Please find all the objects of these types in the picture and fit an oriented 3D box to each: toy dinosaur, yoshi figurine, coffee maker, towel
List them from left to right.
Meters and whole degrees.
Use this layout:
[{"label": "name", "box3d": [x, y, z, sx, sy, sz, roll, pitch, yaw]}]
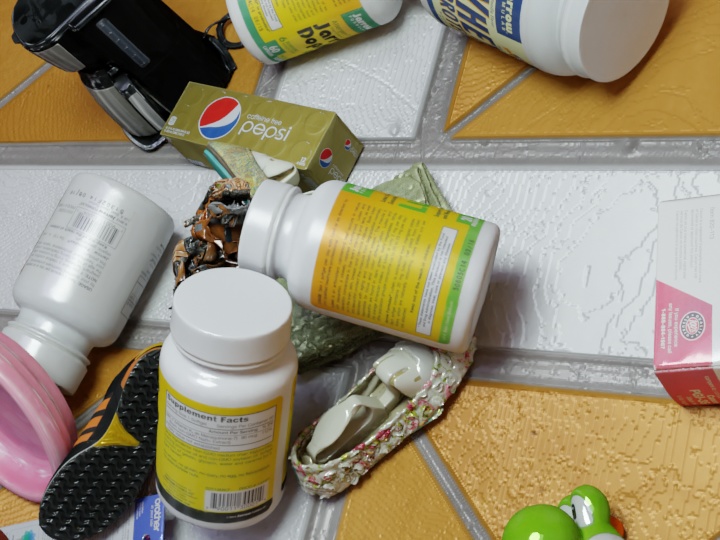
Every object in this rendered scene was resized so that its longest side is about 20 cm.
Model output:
[{"label": "coffee maker", "box3d": [-0.234, -0.256, 1.364, 0.135, 0.200, 0.192, 26, 78, 36]}, {"label": "toy dinosaur", "box3d": [-0.131, 0.003, 1.198, 0.102, 0.200, 0.136, -12, 59, -10]}, {"label": "towel", "box3d": [0.000, 0.000, 1.193, 0.200, 0.036, 0.149, -29, 54, 12]}, {"label": "yoshi figurine", "box3d": [0.150, 0.248, 0.928, 0.112, 0.112, 0.200, -24, 51, 24]}]

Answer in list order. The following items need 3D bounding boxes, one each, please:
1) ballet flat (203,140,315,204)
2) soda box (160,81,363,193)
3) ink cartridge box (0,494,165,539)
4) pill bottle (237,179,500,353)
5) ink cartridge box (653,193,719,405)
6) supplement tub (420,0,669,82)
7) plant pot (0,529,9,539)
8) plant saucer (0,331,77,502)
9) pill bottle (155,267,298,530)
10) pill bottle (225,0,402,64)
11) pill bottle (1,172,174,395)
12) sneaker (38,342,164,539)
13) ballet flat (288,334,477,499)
[{"label": "ballet flat", "box3d": [-0.073, -0.063, 1.205, 0.071, 0.071, 0.200, -40, 56, 4]}, {"label": "soda box", "box3d": [-0.100, -0.131, 1.304, 0.200, 0.064, 0.068, 17, 72, 35]}, {"label": "ink cartridge box", "box3d": [-0.251, 0.277, 1.177, 0.200, 0.042, 0.120, -17, 57, 24]}, {"label": "pill bottle", "box3d": [0.006, -0.011, 1.080, 0.199, 0.111, 0.111, 16, 70, 8]}, {"label": "ink cartridge box", "box3d": [0.326, 0.018, 0.969, 0.199, 0.083, 0.147, -6, 61, 27]}, {"label": "supplement tub", "box3d": [0.162, -0.261, 1.178, 0.200, 0.145, 0.145, 34, 83, 38]}, {"label": "plant pot", "box3d": [-0.403, 0.299, 1.125, 0.195, 0.201, 0.201, -24, 54, 30]}, {"label": "plant saucer", "box3d": [-0.337, 0.126, 1.229, 0.200, 0.201, 0.051, 16, 43, 35]}, {"label": "pill bottle", "box3d": [-0.110, 0.106, 1.080, 0.114, 0.200, 0.114, 6, 33, -4]}, {"label": "pill bottle", "box3d": [-0.027, -0.290, 1.322, 0.200, 0.113, 0.113, -16, 57, 21]}, {"label": "pill bottle", "box3d": [-0.276, 0.015, 1.291, 0.114, 0.114, 0.200, 15, 72, 35]}, {"label": "sneaker", "box3d": [-0.217, 0.153, 1.180, 0.200, 0.070, 0.090, -56, 12, 2]}, {"label": "ballet flat", "box3d": [0.018, 0.112, 1.103, 0.200, 0.064, 0.076, -47, 53, -2]}]
